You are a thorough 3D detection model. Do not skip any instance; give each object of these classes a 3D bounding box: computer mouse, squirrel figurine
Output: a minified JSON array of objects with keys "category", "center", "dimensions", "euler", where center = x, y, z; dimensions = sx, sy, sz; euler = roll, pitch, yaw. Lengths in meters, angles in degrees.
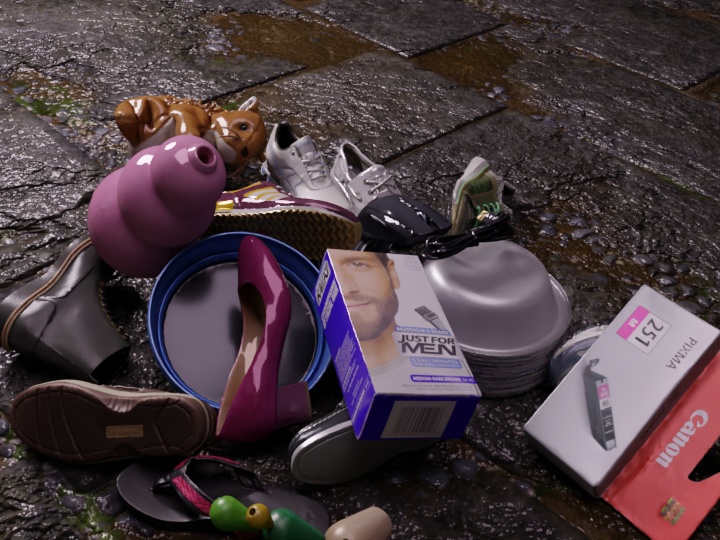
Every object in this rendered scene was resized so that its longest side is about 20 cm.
[{"category":"computer mouse","center":[0.084,-0.064,0.992],"dimensions":[0.138,0.047,0.199],"euler":[-15,19,-27]},{"category":"squirrel figurine","center":[-0.221,-0.191,1.183],"dimensions":[0.183,0.144,0.201],"euler":[-10,27,-2]}]

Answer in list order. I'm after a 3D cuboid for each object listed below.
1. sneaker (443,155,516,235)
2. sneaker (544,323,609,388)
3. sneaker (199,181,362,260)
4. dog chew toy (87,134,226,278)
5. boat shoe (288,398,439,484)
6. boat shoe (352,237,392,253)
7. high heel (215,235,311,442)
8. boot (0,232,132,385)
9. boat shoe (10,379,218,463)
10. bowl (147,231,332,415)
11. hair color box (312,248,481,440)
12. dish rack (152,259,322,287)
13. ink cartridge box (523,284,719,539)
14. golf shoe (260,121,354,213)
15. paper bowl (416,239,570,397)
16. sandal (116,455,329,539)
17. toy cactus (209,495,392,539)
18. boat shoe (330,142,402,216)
[{"category":"sneaker","center":[0.166,-0.087,1.169],"dimensions":[0.087,0.078,0.201],"euler":[23,41,10]},{"category":"sneaker","center":[0.296,0.111,0.911],"dimensions":[0.196,0.079,0.087],"euler":[-2,40,-10]},{"category":"sneaker","center":[-0.090,-0.068,0.997],"dimensions":[0.196,0.076,0.091],"euler":[4,40,11]},{"category":"dog chew toy","center":[-0.209,-0.074,0.911],"dimensions":[0.123,0.199,0.127],"euler":[20,55,-32]},{"category":"boat shoe","center":[0.009,0.149,0.830],"dimensions":[0.197,0.077,0.060],"euler":[-6,36,-36]},{"category":"boat shoe","center":[0.000,0.000,1.032],"dimensions":[0.066,0.073,0.201],"euler":[10,29,10]},{"category":"high heel","center":[-0.112,0.061,0.828],"dimensions":[0.095,0.067,0.203],"euler":[-5,67,-32]},{"category":"boot","center":[-0.285,0.044,0.943],"dimensions":[0.136,0.078,0.201],"euler":[26,46,11]},{"category":"boat shoe","center":[-0.230,0.145,0.817],"dimensions":[0.198,0.076,0.075],"euler":[5,-2,13]},{"category":"bowl","center":[-0.122,0.057,0.895],"dimensions":[0.196,0.040,0.204],"euler":[7,61,-13]},{"category":"hair color box","center":[0.029,0.067,0.830],"dimensions":[0.107,0.066,0.201],"euler":[4,37,-22]},{"category":"dish rack","center":[-0.141,0.007,1.015],"dimensions":[0.151,0.055,0.200],"euler":[18,40,19]},{"category":"ink cartridge box","center":[0.285,0.137,0.824],"dimensions":[0.200,0.044,0.173],"euler":[-46,53,-10]},{"category":"golf shoe","center":[-0.075,-0.130,1.169],"dimensions":[0.077,0.099,0.200],"euler":[-19,44,-32]},{"category":"paper bowl","center":[0.138,0.037,0.967],"dimensions":[0.196,0.106,0.202],"euler":[4,35,-2]},{"category":"sandal","center":[-0.121,0.197,0.765],"dimensions":[0.196,0.046,0.076],"euler":[12,37,8]},{"category":"toy cactus","center":[-0.031,0.248,0.684],"dimensions":[0.198,0.104,0.164],"euler":[29,29,28]},{"category":"boat shoe","center":[0.016,-0.111,1.177],"dimensions":[0.070,0.070,0.200],"euler":[-15,42,-28]}]
